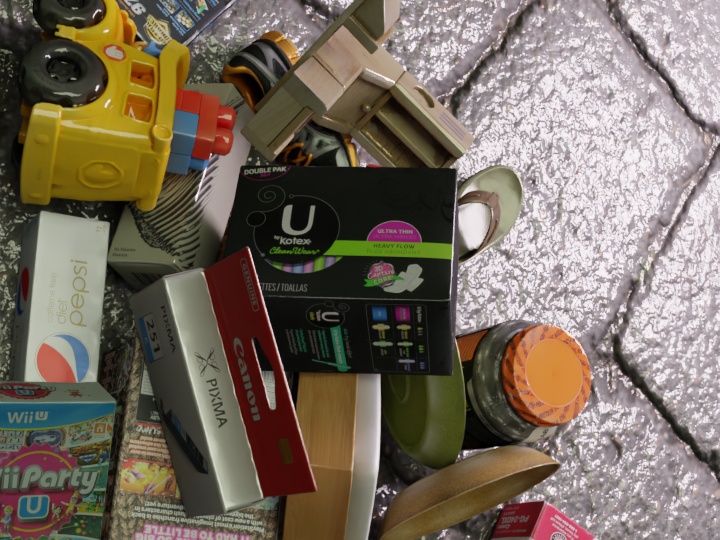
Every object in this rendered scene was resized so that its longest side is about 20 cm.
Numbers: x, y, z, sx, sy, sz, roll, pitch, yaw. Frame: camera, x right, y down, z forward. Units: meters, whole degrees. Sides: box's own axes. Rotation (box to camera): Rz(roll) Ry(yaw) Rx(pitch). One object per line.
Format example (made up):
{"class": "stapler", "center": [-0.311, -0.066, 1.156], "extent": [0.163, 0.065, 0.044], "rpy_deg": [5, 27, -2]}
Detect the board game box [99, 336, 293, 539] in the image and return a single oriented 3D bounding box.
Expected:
{"class": "board game box", "center": [-0.160, 0.178, 1.094], "extent": [0.159, 0.097, 0.201], "rpy_deg": [14, 72, -27]}

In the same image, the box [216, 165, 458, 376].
{"class": "box", "center": [-0.012, 0.000, 1.065], "extent": [0.198, 0.125, 0.149], "rpy_deg": [1, 53, 6]}

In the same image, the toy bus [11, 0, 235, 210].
{"class": "toy bus", "center": [-0.209, -0.157, 1.075], "extent": [0.191, 0.136, 0.201], "rpy_deg": [7, 53, -14]}

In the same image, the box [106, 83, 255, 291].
{"class": "box", "center": [-0.168, -0.079, 1.142], "extent": [0.068, 0.082, 0.201], "rpy_deg": [53, 44, -55]}

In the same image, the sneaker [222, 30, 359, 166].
{"class": "sneaker", "center": [-0.073, -0.150, 1.240], "extent": [0.077, 0.078, 0.201], "rpy_deg": [-29, 83, -33]}

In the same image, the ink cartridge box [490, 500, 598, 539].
{"class": "ink cartridge box", "center": [0.187, 0.369, 1.259], "extent": [0.145, 0.083, 0.201], "rpy_deg": [38, 63, -18]}

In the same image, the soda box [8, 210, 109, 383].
{"class": "soda box", "center": [-0.275, 0.053, 1.077], "extent": [0.068, 0.064, 0.202], "rpy_deg": [9, 74, -28]}

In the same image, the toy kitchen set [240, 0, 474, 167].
{"class": "toy kitchen set", "center": [0.028, -0.156, 1.110], "extent": [0.180, 0.163, 0.200], "rpy_deg": [44, 29, -7]}

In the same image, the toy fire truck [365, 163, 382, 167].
{"class": "toy fire truck", "center": [0.000, 0.000, 1.230], "extent": [0.048, 0.141, 0.201], "rpy_deg": [15, 106, 4]}

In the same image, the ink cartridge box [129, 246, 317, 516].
{"class": "ink cartridge box", "center": [-0.119, 0.097, 0.976], "extent": [0.044, 0.176, 0.201], "rpy_deg": [-13, 85, -31]}

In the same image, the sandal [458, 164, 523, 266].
{"class": "sandal", "center": [0.122, -0.049, 1.335], "extent": [0.201, 0.057, 0.080], "rpy_deg": [-41, 100, -31]}

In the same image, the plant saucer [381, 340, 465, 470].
{"class": "plant saucer", "center": [0.049, 0.101, 1.179], "extent": [0.031, 0.200, 0.201], "rpy_deg": [-8, 82, -19]}

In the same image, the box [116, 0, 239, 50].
{"class": "box", "center": [-0.222, -0.321, 1.206], "extent": [0.200, 0.046, 0.159], "rpy_deg": [48, 60, -12]}

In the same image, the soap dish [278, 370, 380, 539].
{"class": "soap dish", "center": [-0.028, 0.164, 1.109], "extent": [0.081, 0.158, 0.201], "rpy_deg": [6, 38, -2]}

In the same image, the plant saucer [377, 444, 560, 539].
{"class": "plant saucer", "center": [0.102, 0.219, 1.186], "extent": [0.199, 0.200, 0.036], "rpy_deg": [-11, 68, -32]}

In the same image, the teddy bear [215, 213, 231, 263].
{"class": "teddy bear", "center": [-0.113, -0.011, 1.194], "extent": [0.144, 0.067, 0.201], "rpy_deg": [18, 63, -31]}

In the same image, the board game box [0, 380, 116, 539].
{"class": "board game box", "center": [-0.292, 0.195, 0.989], "extent": [0.147, 0.064, 0.202], "rpy_deg": [3, 100, -29]}

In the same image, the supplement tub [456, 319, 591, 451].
{"class": "supplement tub", "center": [0.136, 0.119, 1.220], "extent": [0.122, 0.200, 0.123], "rpy_deg": [7, 75, -28]}
